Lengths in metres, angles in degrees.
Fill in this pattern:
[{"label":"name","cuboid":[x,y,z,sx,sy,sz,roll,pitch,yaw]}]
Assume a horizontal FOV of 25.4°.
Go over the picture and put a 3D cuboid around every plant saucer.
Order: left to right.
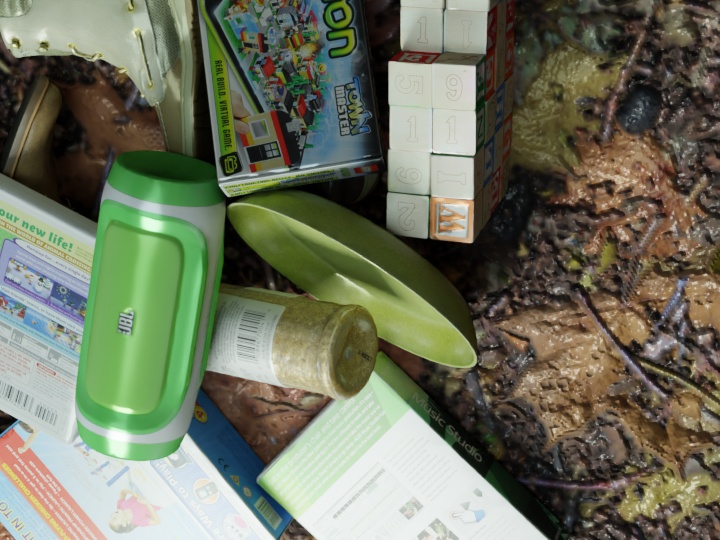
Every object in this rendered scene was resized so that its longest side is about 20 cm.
[{"label":"plant saucer","cuboid":[0.000,0.000,1.088,0.199,0.200,0.031,30,78,6]}]

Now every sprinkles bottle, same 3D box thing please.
[{"label":"sprinkles bottle","cuboid":[-0.086,0.044,1.148,0.199,0.068,0.069,10,114,32]}]

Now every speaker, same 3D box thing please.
[{"label":"speaker","cuboid":[-0.145,0.025,1.092,0.088,0.088,0.202,15,108,13]}]

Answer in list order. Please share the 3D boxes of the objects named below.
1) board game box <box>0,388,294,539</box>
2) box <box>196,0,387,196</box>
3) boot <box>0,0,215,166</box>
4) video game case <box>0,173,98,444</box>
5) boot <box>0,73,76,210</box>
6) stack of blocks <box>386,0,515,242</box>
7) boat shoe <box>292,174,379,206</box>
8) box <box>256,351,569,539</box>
[{"label":"board game box","cuboid":[-0.185,0.174,1.264,0.195,0.056,0.200,-37,95,27]},{"label":"box","cuboid":[-0.049,-0.157,1.043,0.109,0.035,0.202,-9,79,4]},{"label":"boot","cuboid":[-0.174,-0.153,1.130,0.153,0.072,0.202,-2,104,18]},{"label":"video game case","cuboid":[-0.275,0.013,1.183,0.199,0.022,0.183,27,121,8]},{"label":"boot","cuboid":[-0.241,-0.053,1.202,0.075,0.074,0.201,14,119,-9]},{"label":"stack of blocks","cuboid":[0.061,-0.132,1.035,0.058,0.115,0.202,6,111,16]},{"label":"boat shoe","cuboid":[-0.046,-0.134,1.096,0.071,0.066,0.202,-16,103,25]},{"label":"box","cuboid":[0.038,0.177,1.205,0.200,0.036,0.144,43,117,-2]}]
